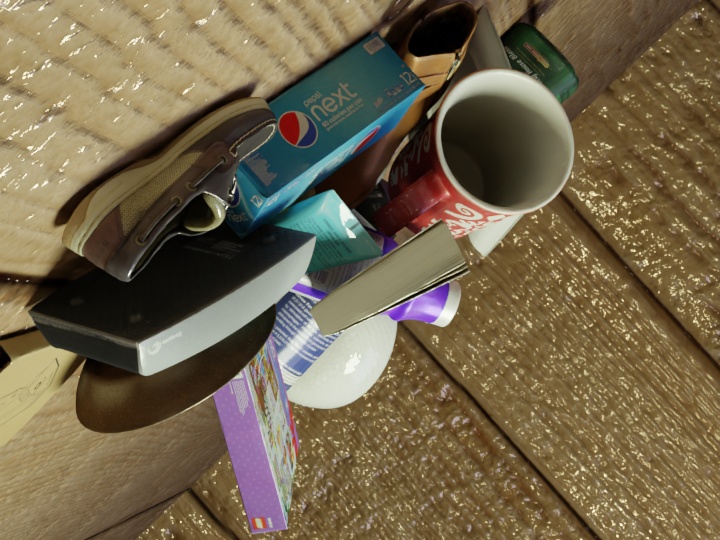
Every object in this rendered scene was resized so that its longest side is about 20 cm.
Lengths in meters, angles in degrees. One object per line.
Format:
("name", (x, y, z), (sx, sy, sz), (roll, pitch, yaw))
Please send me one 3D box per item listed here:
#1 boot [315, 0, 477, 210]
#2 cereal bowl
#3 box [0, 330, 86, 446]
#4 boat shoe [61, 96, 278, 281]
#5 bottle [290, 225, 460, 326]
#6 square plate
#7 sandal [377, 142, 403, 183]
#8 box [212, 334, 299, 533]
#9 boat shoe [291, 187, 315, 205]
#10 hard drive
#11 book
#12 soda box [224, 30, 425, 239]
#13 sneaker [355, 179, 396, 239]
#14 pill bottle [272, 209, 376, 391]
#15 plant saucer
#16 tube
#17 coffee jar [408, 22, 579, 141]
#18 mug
("boot", (0.027, -0.145, 1.328), (0.200, 0.077, 0.155), (-43, 177, -29))
("cereal bowl", (-0.059, 0.055, 1.711), (0.200, 0.201, 0.083), (-45, 149, 21))
("box", (-0.294, 0.104, 1.222), (0.163, 0.021, 0.200), (-45, 174, 14))
("boat shoe", (-0.120, -0.055, 1.044), (0.200, 0.065, 0.072), (-39, 171, -43))
("bottle", (0.000, 0.000, 1.430), (0.065, 0.198, 0.084), (-5, -114, 70))
("square plate", (0.123, -0.139, 1.562), (0.028, 0.202, 0.198), (-11, 162, -21))
("sandal", (-0.009, -0.112, 1.504), (0.082, 0.050, 0.203), (-30, -166, 26))
("box", (-0.100, 0.124, 1.400), (0.039, 0.202, 0.137), (-8, -152, 8))
("boat shoe", (-0.088, -0.039, 1.322), (0.072, 0.076, 0.200), (-40, 174, -26))
("hard drive", (-0.138, 0.015, 1.143), (0.200, 0.134, 0.043), (-33, 125, -44))
("book", (0.020, 0.010, 1.292), (0.133, 0.048, 0.200), (-29, 180, 0))
("soda box", (-0.040, -0.111, 1.198), (0.200, 0.064, 0.068), (-38, 173, -37))
("sneaker", (-0.007, -0.052, 1.653), (0.076, 0.087, 0.200), (-49, -177, 25))
("pill bottle", (-0.059, 0.027, 1.514), (0.200, 0.111, 0.111), (-46, 174, 5))
("plant saucer", (-0.169, 0.063, 1.306), (0.199, 0.037, 0.201), (-22, -153, 12))
("tube", (-0.082, -0.016, 1.249), (0.199, 0.077, 0.051), (-15, -134, 33))
("coffee jar", (0.154, -0.189, 1.752), (0.200, 0.104, 0.085), (-44, 171, -3))
("mug", (0.083, -0.098, 1.416), (0.176, 0.135, 0.200), (-5, 172, -16))
